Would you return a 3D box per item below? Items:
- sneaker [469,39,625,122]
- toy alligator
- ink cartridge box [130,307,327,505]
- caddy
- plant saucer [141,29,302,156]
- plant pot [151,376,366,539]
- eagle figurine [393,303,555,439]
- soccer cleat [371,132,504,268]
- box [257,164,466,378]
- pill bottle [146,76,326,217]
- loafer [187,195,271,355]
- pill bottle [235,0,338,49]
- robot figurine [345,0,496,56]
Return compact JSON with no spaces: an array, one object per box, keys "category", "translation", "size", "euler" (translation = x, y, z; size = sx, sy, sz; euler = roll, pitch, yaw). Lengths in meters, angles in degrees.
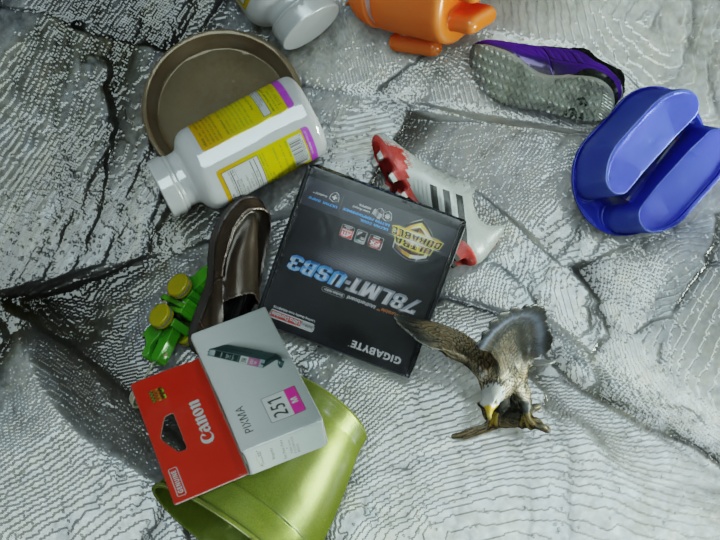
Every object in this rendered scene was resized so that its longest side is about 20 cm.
[{"category":"sneaker","translation":[0.235,-0.245,1.693],"size":[0.200,0.070,0.100],"euler":[23,42,22]},{"category":"toy alligator","translation":[-0.232,0.068,1.623],"size":[0.054,0.059,0.200],"euler":[19,74,44]},{"category":"ink cartridge box","translation":[-0.150,0.141,1.483],"size":[0.173,0.044,0.200],"euler":[-20,42,-11]},{"category":"caddy","translation":[0.346,-0.132,1.651],"size":[0.200,0.105,0.141],"euler":[-46,105,-10]},{"category":"plant saucer","translation":[-0.169,-0.200,1.691],"size":[0.200,0.029,0.200],"euler":[0,78,0]},{"category":"plant pot","translation":[-0.096,0.225,1.533],"size":[0.200,0.200,0.193],"euler":[34,68,6]},{"category":"eagle figurine","translation":[0.147,0.104,1.545],"size":[0.152,0.151,0.200],"euler":[-29,117,-5]},{"category":"soccer cleat","translation":[0.092,-0.095,1.657],"size":[0.085,0.069,0.200],"euler":[-38,85,-14]},{"category":"box","translation":[0.000,0.000,1.615],"size":[0.200,0.050,0.199],"euler":[21,96,4]},{"category":"pill bottle","translation":[-0.148,-0.141,1.612],"size":[0.200,0.104,0.104],"euler":[-28,80,-7]},{"category":"loafer","translation":[-0.139,0.013,1.605],"size":[0.071,0.073,0.200],"euler":[19,97,43]},{"category":"pill bottle","translation":[-0.117,-0.376,1.686],"size":[0.112,0.112,0.200],"euler":[-35,82,-8]},{"category":"robot figurine","translation":[0.067,-0.344,1.665],"size":[0.200,0.144,0.117],"euler":[18,73,27]}]
